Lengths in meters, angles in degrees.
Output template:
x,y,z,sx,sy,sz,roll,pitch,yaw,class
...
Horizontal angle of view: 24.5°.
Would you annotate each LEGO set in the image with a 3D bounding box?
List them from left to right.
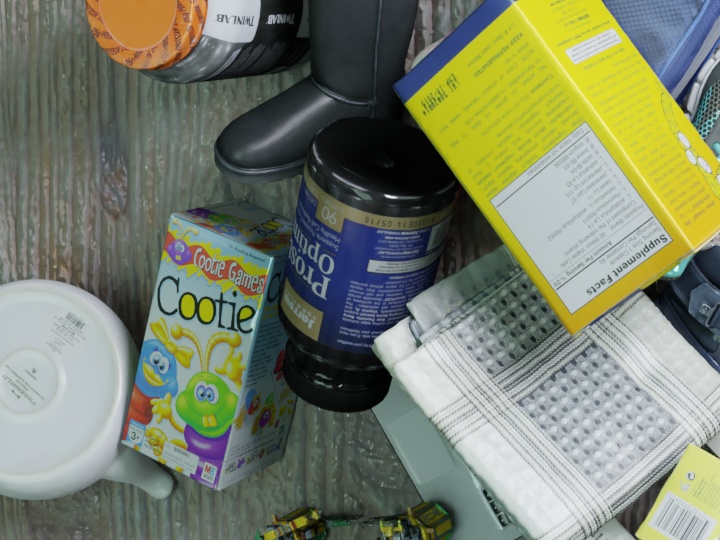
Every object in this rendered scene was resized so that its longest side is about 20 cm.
x,y,z,sx,sy,sz,roll,pitch,yaw,class
-0.015,0.265,1.322,0.198,0.115,0.156,1,102,35,LEGO set

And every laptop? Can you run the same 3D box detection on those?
x,y,z,sx,sy,sz,roll,pitch,yaw,class
0.084,0.119,1.256,0.199,0.116,0.189,-34,82,28,laptop

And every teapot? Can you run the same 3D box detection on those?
x,y,z,sx,sy,sz,roll,pitch,yaw,class
-0.275,0.107,1.436,0.195,0.146,0.202,-9,77,0,teapot

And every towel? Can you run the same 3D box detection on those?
x,y,z,sx,sy,sz,roll,pitch,yaw,class
0.133,0.068,1.119,0.200,0.192,0.035,49,159,19,towel

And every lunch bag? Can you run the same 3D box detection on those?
x,y,z,sx,sy,sz,roll,pitch,yaw,class
0.183,-0.191,1.137,0.136,0.132,0.201,39,123,14,lunch bag

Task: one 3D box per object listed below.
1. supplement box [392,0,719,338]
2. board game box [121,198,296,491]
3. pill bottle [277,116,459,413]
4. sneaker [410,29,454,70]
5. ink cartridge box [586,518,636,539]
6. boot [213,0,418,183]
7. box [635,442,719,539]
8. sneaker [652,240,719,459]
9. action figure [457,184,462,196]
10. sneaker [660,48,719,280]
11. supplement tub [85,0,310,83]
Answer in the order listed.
x,y,z,sx,sy,sz,roll,pitch,yaw,class
0.135,-0.080,1.060,0.109,0.109,0.201,-38,85,36,supplement box
-0.109,0.058,1.354,0.102,0.105,0.202,22,108,23,board game box
0.000,0.000,1.208,0.111,0.112,0.202,28,126,21,pill bottle
0.111,-0.093,1.205,0.201,0.104,0.075,51,129,12,sneaker
0.179,0.243,1.186,0.067,0.200,0.117,-40,76,-17,ink cartridge box
-0.030,-0.172,1.206,0.066,0.164,0.201,48,146,34,boot
0.234,0.175,1.132,0.050,0.200,0.076,30,86,19,box
0.290,0.064,1.157,0.202,0.077,0.147,40,117,18,sneaker
0.025,-0.040,1.291,0.065,0.052,0.201,34,105,-9,action figure
0.247,-0.073,1.133,0.077,0.091,0.201,28,108,-16,sneaker
-0.111,-0.205,1.254,0.121,0.200,0.124,5,102,26,supplement tub
